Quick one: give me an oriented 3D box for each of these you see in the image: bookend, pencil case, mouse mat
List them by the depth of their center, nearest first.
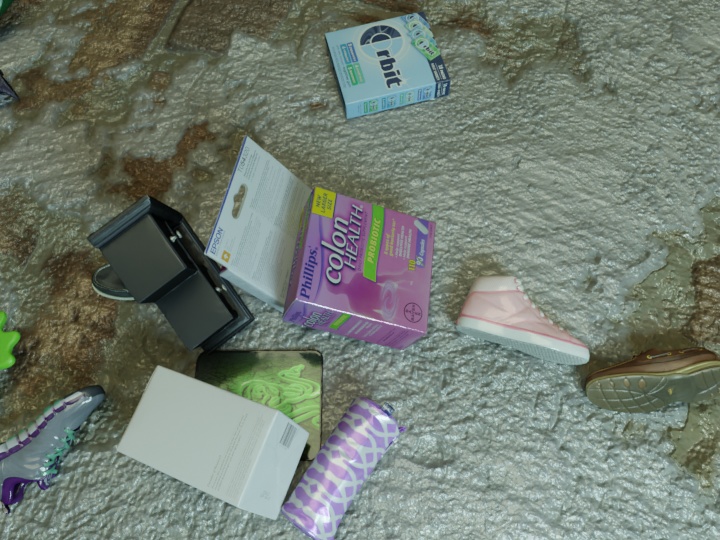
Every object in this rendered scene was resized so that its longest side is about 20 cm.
[{"bbox_3d":[-0.022,0.269,0.846,0.085,0.084,0.201,40,72,-7],"label":"pencil case"},{"bbox_3d":[-0.246,0.016,0.855,0.091,0.200,0.200,-35,90,-4],"label":"bookend"},{"bbox_3d":[-0.153,0.196,0.920,0.195,0.008,0.164,-1,66,1],"label":"mouse mat"}]

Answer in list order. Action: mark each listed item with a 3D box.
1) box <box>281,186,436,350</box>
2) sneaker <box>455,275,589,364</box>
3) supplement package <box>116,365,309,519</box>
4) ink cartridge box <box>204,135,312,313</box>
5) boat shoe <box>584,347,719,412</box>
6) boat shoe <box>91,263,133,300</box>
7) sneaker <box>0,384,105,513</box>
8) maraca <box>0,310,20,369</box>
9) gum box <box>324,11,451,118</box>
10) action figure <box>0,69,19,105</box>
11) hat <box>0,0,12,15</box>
[{"bbox_3d":[0.000,0.000,0.922,0.196,0.097,0.180,15,65,-13],"label":"box"},{"bbox_3d":[0.248,0.065,0.928,0.196,0.076,0.107,16,72,14],"label":"sneaker"},{"bbox_3d":[-0.190,0.224,0.821,0.196,0.122,0.122,14,68,23],"label":"supplement package"},{"bbox_3d":[-0.141,-0.063,0.944,0.043,0.199,0.200,-8,58,40],"label":"ink cartridge box"},{"bbox_3d":[0.418,0.152,0.897,0.195,0.073,0.068,-9,32,6],"label":"boat shoe"},{"bbox_3d":[-0.332,0.002,0.980,0.194,0.066,0.076,2,65,3],"label":"boat shoe"},{"bbox_3d":[-0.430,0.248,0.878,0.198,0.074,0.088,-37,79,-2],"label":"sneaker"},{"bbox_3d":[-0.589,0.142,0.902,0.199,0.108,0.137,-41,70,-16],"label":"maraca"},{"bbox_3d":[0.047,-0.381,1.153,0.195,0.045,0.173,-15,66,-4],"label":"gum box"},{"bbox_3d":[-0.734,-0.299,1.131,0.198,0.070,0.131,-35,76,-9],"label":"action figure"},{"bbox_3d":[-0.722,-0.562,1.274,0.163,0.176,0.203,28,106,12],"label":"hat"}]
